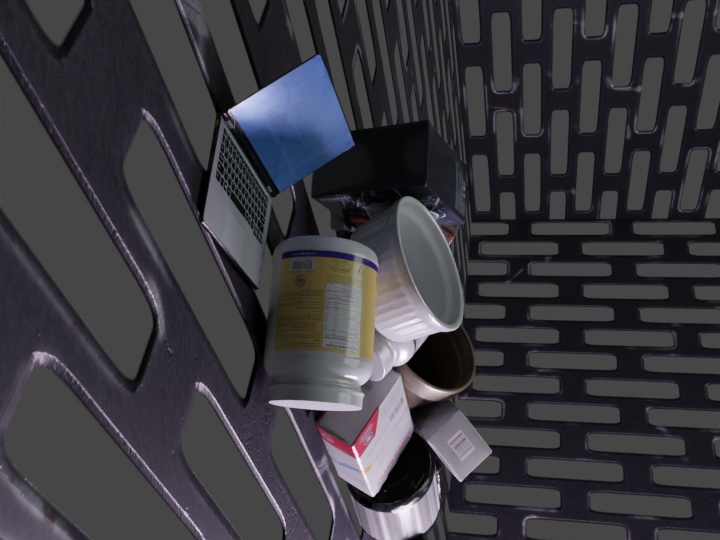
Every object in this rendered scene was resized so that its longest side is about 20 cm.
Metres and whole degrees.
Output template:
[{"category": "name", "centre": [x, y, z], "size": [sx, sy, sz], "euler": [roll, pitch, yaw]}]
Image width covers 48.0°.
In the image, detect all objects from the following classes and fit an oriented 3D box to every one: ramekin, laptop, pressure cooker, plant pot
[{"category": "ramekin", "centre": [0.065, 0.005, 1.181], "size": [0.200, 0.096, 0.204], "euler": [44, 35, -41]}, {"category": "laptop", "centre": [-0.088, -0.107, 0.934], "size": [0.188, 0.113, 0.205], "euler": [62, 31, -64]}, {"category": "pressure cooker", "centre": [0.063, 0.411, 1.513], "size": [0.177, 0.175, 0.203], "euler": [-58, 150, -38]}, {"category": "plant pot", "centre": [0.085, 0.174, 1.482], "size": [0.174, 0.197, 0.203], "euler": [-48, -161, 40]}]

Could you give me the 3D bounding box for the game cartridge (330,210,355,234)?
[{"category": "game cartridge", "centre": [-0.015, -0.128, 1.449], "size": [0.200, 0.037, 0.134], "euler": [13, 82, -77]}]

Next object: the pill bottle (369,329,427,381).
[{"category": "pill bottle", "centre": [0.059, 0.082, 1.311], "size": [0.200, 0.110, 0.114], "euler": [-45, 140, -36]}]

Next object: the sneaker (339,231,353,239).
[{"category": "sneaker", "centre": [-0.017, -0.012, 1.319], "size": [0.198, 0.072, 0.082], "euler": [-20, 120, -54]}]

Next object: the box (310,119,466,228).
[{"category": "box", "centre": [0.049, -0.142, 1.280], "size": [0.181, 0.195, 0.107], "euler": [31, 60, -59]}]

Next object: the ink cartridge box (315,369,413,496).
[{"category": "ink cartridge box", "centre": [0.013, 0.265, 1.361], "size": [0.149, 0.084, 0.202], "euler": [-53, 151, -27]}]

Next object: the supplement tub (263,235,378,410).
[{"category": "supplement tub", "centre": [-0.051, 0.071, 1.040], "size": [0.145, 0.141, 0.206], "euler": [48, 44, -71]}]

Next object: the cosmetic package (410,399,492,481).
[{"category": "cosmetic package", "centre": [0.156, 0.291, 1.489], "size": [0.107, 0.090, 0.200], "euler": [50, -5, -10]}]

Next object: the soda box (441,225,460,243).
[{"category": "soda box", "centre": [0.122, -0.019, 1.614], "size": [0.202, 0.063, 0.069], "euler": [-60, 176, 29]}]
